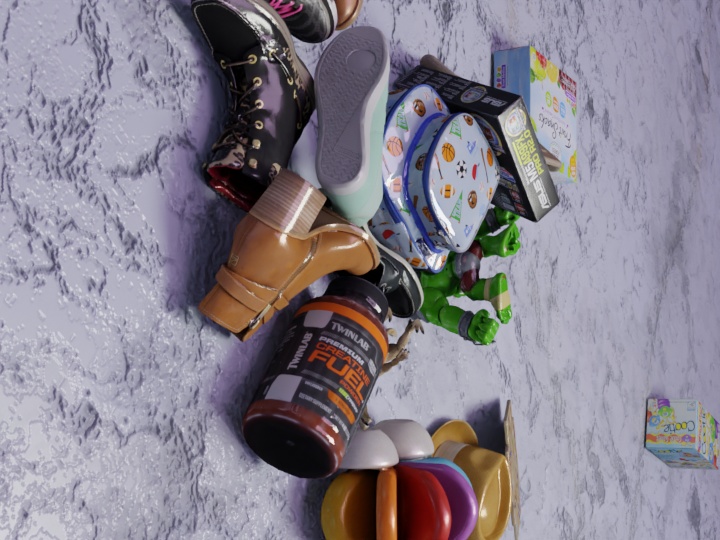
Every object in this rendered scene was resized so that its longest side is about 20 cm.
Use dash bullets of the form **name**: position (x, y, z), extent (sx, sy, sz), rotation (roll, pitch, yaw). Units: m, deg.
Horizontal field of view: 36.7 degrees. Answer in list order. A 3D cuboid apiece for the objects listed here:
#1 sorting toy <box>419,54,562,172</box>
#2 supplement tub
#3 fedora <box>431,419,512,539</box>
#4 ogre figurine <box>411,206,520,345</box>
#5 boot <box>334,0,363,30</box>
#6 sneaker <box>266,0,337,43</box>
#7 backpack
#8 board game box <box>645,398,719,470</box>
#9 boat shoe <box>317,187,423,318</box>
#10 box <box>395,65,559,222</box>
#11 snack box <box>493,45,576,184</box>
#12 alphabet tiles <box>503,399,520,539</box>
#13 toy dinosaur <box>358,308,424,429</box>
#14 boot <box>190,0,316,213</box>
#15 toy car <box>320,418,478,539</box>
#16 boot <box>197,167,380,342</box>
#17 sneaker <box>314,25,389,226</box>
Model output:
- **sorting toy**: position (0.168, -0.196, 1.412), extent (0.037, 0.185, 0.200), rotation (-49, 161, 13)
- **supplement tub**: position (-0.036, 0.099, 1.089), extent (0.107, 0.106, 0.201), rotation (61, 39, -36)
- **fedora**: position (0.142, 0.290, 1.391), extent (0.200, 0.081, 0.203), rotation (9, 80, -59)
- **ogre figurine**: position (0.132, -0.002, 1.366), extent (0.098, 0.119, 0.202), rotation (26, 67, -60)
- **boot**: position (-0.071, -0.349, 1.106), extent (0.154, 0.073, 0.202), rotation (-6, 81, -60)
- **sneaker**: position (-0.098, -0.275, 1.052), extent (0.200, 0.073, 0.088), rotation (43, 52, -43)
- **backpack**: position (0.058, -0.110, 1.234), extent (0.191, 0.153, 0.201), rotation (48, 50, -33)
- **board game box**: position (0.669, 0.340, 2.249), extent (0.200, 0.104, 0.104), rotation (36, 57, -53)
- **boat shoe**: position (0.002, -0.001, 1.187), extent (0.200, 0.074, 0.066), rotation (55, 38, -37)
- **box**: position (0.141, -0.157, 1.324), extent (0.044, 0.200, 0.161), rotation (-40, 128, -16)
- **snack box**: position (0.271, -0.232, 1.668), extent (0.199, 0.067, 0.170), rotation (15, 74, -57)
- **alphabet tiles**: position (0.213, 0.276, 1.519), extent (0.200, 0.006, 0.168), rotation (-29, 113, -79)
- **toy dinosaur**: position (0.020, 0.088, 1.213), extent (0.058, 0.101, 0.200), rotation (34, 32, -6)
- **boot**: position (-0.110, -0.157, 1.023), extent (0.200, 0.073, 0.152), rotation (54, 43, -54)
- **toy car**: position (0.051, 0.256, 1.177), extent (0.199, 0.149, 0.177), rotation (2, 86, -59)
- **boot**: position (-0.066, 0.007, 1.044), extent (0.156, 0.076, 0.200), rotation (-58, 155, -4)
- **sneaker**: position (-0.008, -0.144, 1.113), extent (0.118, 0.073, 0.202), rotation (75, 21, -64)
